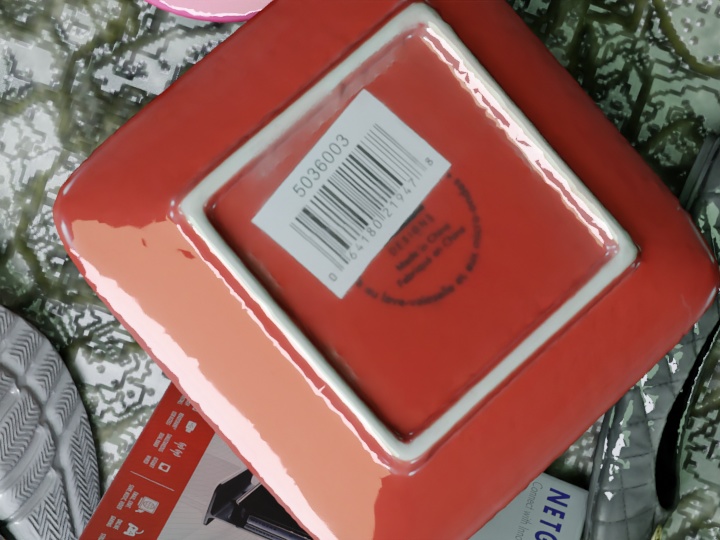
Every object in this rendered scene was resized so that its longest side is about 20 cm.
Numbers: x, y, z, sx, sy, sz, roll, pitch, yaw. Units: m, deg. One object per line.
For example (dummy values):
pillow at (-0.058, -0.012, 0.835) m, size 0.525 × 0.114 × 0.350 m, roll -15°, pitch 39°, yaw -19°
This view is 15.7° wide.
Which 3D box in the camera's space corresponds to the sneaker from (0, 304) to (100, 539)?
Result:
sneaker at (-0.196, 0.048, 1.093) m, size 0.112 × 0.078 × 0.200 m, roll -18°, pitch 113°, yaw 32°

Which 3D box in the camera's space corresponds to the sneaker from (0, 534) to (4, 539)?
sneaker at (-0.236, 0.128, 1.083) m, size 0.200 × 0.078 × 0.080 m, roll -18°, pitch 123°, yaw 22°

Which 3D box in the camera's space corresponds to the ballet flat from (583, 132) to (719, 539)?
ballet flat at (0.134, 0.041, 1.048) m, size 0.057 × 0.066 × 0.200 m, roll 19°, pitch 100°, yaw 11°

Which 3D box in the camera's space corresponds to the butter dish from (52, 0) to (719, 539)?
butter dish at (0.000, 0.000, 1.022) m, size 0.200 × 0.148 × 0.200 m, roll -42°, pitch 92°, yaw -19°

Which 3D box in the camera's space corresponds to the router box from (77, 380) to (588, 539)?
router box at (-0.014, 0.122, 1.012) m, size 0.179 × 0.200 × 0.049 m, roll 22°, pitch 120°, yaw 2°

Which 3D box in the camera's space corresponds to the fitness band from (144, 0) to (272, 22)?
fitness band at (-0.031, -0.190, 1.021) m, size 0.144 × 0.037 × 0.200 m, roll 40°, pitch 99°, yaw 0°
